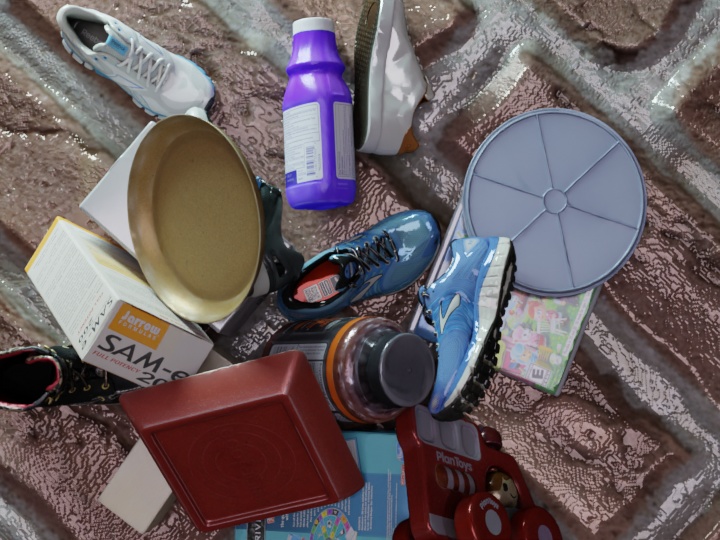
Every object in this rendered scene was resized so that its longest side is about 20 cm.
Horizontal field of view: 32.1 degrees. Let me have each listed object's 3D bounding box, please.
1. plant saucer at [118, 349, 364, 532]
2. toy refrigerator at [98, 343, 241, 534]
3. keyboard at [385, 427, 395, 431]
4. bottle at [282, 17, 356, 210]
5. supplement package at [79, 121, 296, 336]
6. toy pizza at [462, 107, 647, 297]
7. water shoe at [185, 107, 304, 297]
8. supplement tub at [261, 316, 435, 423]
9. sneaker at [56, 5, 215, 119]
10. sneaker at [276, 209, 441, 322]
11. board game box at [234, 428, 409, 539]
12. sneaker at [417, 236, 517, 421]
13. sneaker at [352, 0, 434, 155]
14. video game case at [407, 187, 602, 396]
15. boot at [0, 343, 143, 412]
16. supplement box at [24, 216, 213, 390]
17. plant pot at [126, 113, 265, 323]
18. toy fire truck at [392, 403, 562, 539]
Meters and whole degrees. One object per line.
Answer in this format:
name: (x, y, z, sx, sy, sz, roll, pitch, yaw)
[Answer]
plant saucer: (-0.117, 0.184, 1.254, 0.197, 0.037, 0.201, -15, 126, 11)
toy refrigerator: (-0.197, 0.177, 1.353, 0.069, 0.076, 0.201, 34, 90, 4)
keyboard: (0.046, 0.280, 1.361, 0.126, 0.021, 0.202, -32, 84, 1)
bottle: (-0.047, -0.169, 1.361, 0.065, 0.083, 0.204, 0, 85, -38)
supplement package: (-0.179, -0.041, 1.341, 0.200, 0.120, 0.122, 42, 88, 4)
toy pizza: (0.207, -0.072, 1.345, 0.196, 0.032, 0.204, 0, 85, 3)
water shoe: (-0.121, -0.071, 1.260, 0.078, 0.071, 0.203, -17, 81, -29)
supplement tub: (-0.011, 0.101, 1.279, 0.106, 0.199, 0.109, 3, 85, -37)
sneaker: (-0.252, -0.229, 1.375, 0.198, 0.087, 0.076, 28, 87, 3)
sneaker: (0.000, 0.000, 1.344, 0.198, 0.090, 0.079, -30, 86, 1)
board game box: (-0.034, 0.245, 1.337, 0.196, 0.047, 0.154, 1, 85, 14)
sneaker: (0.099, 0.058, 1.290, 0.088, 0.079, 0.203, 9, 69, 20)
sneaker: (0.039, -0.224, 1.375, 0.083, 0.073, 0.204, 6, 85, -20)
video game case: (0.170, 0.009, 1.368, 0.180, 0.022, 0.203, 22, 88, 4)
boot: (-0.304, 0.109, 1.325, 0.196, 0.151, 0.075, -2, 87, 3)
supplement box: (-0.251, 0.037, 1.286, 0.125, 0.200, 0.074, 30, 98, -39)
plant pot: (-0.156, -0.051, 1.215, 0.198, 0.027, 0.204, 11, 106, 41)
toy fire truck: (0.117, 0.232, 1.290, 0.111, 0.198, 0.170, -28, 54, 38)
